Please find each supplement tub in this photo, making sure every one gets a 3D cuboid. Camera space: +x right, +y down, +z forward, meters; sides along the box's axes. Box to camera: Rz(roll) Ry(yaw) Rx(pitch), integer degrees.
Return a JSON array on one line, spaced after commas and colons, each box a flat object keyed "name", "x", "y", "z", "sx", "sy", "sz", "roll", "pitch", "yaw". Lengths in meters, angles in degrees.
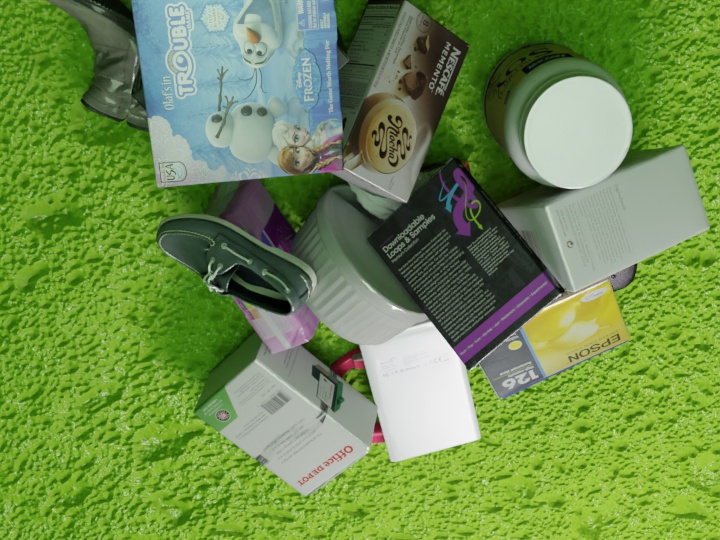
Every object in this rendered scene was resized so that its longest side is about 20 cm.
[{"name": "supplement tub", "x": 0.227, "y": -0.181, "z": 1.246, "sx": 0.143, "sy": 0.200, "sz": 0.148, "roll": -1, "pitch": 109, "yaw": -4}]

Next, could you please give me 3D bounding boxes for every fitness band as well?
[{"name": "fitness band", "x": 0.046, "y": 0.168, "z": 1.478, "sx": 0.196, "sy": 0.038, "sz": 0.146, "roll": -7, "pitch": 117, "yaw": -2}]

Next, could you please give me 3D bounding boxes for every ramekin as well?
[{"name": "ramekin", "x": 0.000, "y": 0.000, "z": 1.316, "sx": 0.202, "sy": 0.204, "sz": 0.094, "roll": 38, "pitch": 118, "yaw": -20}]

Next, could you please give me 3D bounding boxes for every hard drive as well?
[{"name": "hard drive", "x": 0.081, "y": 0.156, "z": 1.441, "sx": 0.130, "sy": 0.025, "sz": 0.203, "roll": -14, "pitch": 117, "yaw": 1}]

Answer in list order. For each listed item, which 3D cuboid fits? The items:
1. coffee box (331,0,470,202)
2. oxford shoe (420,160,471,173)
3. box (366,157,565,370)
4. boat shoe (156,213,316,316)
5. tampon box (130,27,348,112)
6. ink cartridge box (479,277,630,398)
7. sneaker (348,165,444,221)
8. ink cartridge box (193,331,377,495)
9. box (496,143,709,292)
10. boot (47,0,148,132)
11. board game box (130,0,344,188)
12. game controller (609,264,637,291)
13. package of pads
[{"name": "coffee box", "x": 0.031, "y": -0.196, "z": 1.237, "sx": 0.112, "sy": 0.079, "sz": 0.203, "roll": 25, "pitch": 86, "yaw": -36}, {"name": "oxford shoe", "x": 0.112, "y": -0.044, "z": 1.382, "sx": 0.072, "sy": 0.071, "sz": 0.203, "roll": 0, "pitch": 111, "yaw": 16}, {"name": "box", "x": 0.120, "y": -0.008, "z": 1.241, "sx": 0.143, "sy": 0.036, "sz": 0.201, "roll": -41, "pitch": 83, "yaw": 19}, {"name": "boat shoe", "x": -0.150, "y": -0.005, "z": 1.225, "sx": 0.197, "sy": 0.062, "sz": 0.073, "roll": 22, "pitch": 133, "yaw": 4}, {"name": "tampon box", "x": -0.130, "y": -0.229, "z": 1.161, "sx": 0.199, "sy": 0.150, "sz": 0.126, "roll": -39, "pitch": 113, "yaw": 11}, {"name": "ink cartridge box", "x": 0.251, "y": 0.094, "z": 1.406, "sx": 0.195, "sy": 0.047, "sz": 0.201, "roll": -26, "pitch": 135, "yaw": 9}, {"name": "sneaker", "x": 0.074, "y": -0.095, "z": 1.308, "sx": 0.199, "sy": 0.078, "sz": 0.100, "roll": 34, "pitch": 111, "yaw": 16}, {"name": "ink cartridge box", "x": -0.096, "y": 0.186, "z": 1.415, "sx": 0.199, "sy": 0.085, "sz": 0.146, "roll": 40, "pitch": 124, "yaw": -17}, {"name": "box", "x": 0.287, "y": -0.064, "z": 1.290, "sx": 0.198, "sy": 0.152, "sz": 0.108, "roll": -23, "pitch": 98, "yaw": -15}, {"name": "boot", "x": -0.297, "y": -0.245, "z": 1.241, "sx": 0.198, "sy": 0.068, "sz": 0.132, "roll": 26, "pitch": 110, "yaw": -17}, {"name": "board game box", "x": -0.119, "y": -0.191, "z": 1.071, "sx": 0.195, "sy": 0.044, "sz": 0.203, "roll": -5, "pitch": 116, "yaw": -3}, {"name": "game controller", "x": 0.271, "y": -0.015, "z": 1.416, "sx": 0.196, "sy": 0.042, "sz": 0.106, "roll": -3, "pitch": 114, "yaw": -4}, {"name": "package of pads", "x": -0.122, "y": -0.011, "z": 1.330, "sx": 0.075, "sy": 0.121, "sz": 0.201, "roll": -20, "pitch": 118, "yaw": 30}]
